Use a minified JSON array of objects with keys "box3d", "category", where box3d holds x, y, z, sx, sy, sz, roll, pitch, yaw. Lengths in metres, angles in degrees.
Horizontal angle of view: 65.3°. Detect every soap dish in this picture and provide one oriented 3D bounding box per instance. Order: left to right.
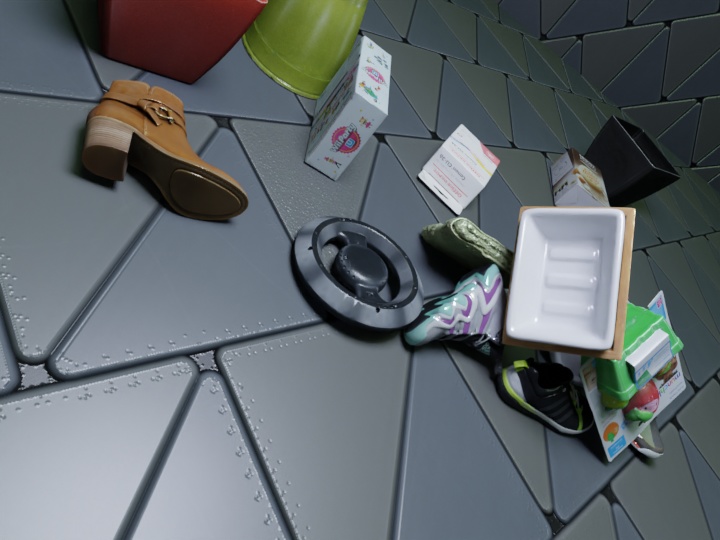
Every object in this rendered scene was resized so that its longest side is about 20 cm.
[{"box3d":[0.289,0.015,0.778,0.081,0.155,0.204,26,72,-55],"category":"soap dish"}]

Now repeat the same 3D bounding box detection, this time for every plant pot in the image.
[{"box3d":[-0.270,-0.386,0.773,0.197,0.176,0.202,8,49,-38],"category":"plant pot"},{"box3d":[-0.079,-0.448,0.991,0.198,0.193,0.203,24,42,-23],"category":"plant pot"},{"box3d":[0.757,-0.296,1.623,0.197,0.178,0.202,2,54,-40],"category":"plant pot"}]

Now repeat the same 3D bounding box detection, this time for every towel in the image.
[{"box3d":[0.200,-0.022,0.905,0.198,0.148,0.037,30,83,-13],"category":"towel"}]

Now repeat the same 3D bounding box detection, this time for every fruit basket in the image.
[{"box3d":[0.410,0.161,0.825,0.184,0.093,0.202,-35,112,-14],"category":"fruit basket"}]

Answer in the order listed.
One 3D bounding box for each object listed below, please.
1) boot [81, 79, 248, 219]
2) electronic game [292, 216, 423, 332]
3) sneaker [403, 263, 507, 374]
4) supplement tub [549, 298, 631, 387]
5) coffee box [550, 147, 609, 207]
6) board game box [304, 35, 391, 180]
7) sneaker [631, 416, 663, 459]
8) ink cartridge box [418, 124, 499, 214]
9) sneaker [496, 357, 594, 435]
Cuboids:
[{"box3d":[-0.225,-0.154,0.685,0.198,0.074,0.156,23,38,-29],"category":"boot"},{"box3d":[0.000,0.000,0.765,0.197,0.042,0.202,20,39,-17],"category":"electronic game"},{"box3d":[0.159,0.092,0.801,0.198,0.077,0.142,-30,96,-31],"category":"sneaker"},{"box3d":[0.407,0.102,0.976,0.123,0.123,0.199,47,37,5],"category":"supplement tub"},{"box3d":[0.563,-0.215,1.448,0.113,0.080,0.202,33,39,-13],"category":"coffee box"},{"box3d":[-0.018,-0.267,0.915,0.064,0.148,0.202,28,40,-21],"category":"board game box"},{"box3d":[0.473,0.215,0.962,0.076,0.082,0.203,15,46,-32],"category":"sneaker"},{"box3d":[0.199,-0.203,1.116,0.116,0.068,0.200,42,37,-2],"category":"ink cartridge box"},{"box3d":[0.291,0.183,0.826,0.197,0.083,0.073,23,42,-25],"category":"sneaker"}]
